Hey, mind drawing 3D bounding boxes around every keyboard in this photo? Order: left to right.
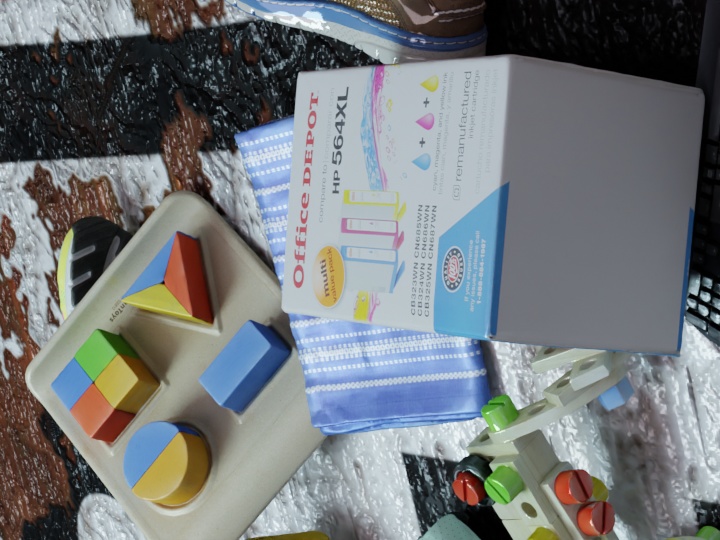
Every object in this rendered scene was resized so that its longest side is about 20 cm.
[{"bbox_3d":[0.198,-0.040,0.818,0.127,0.020,0.202,30,131,41],"label":"keyboard"}]

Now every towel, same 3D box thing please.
[{"bbox_3d":[0.000,0.000,1.072,0.144,0.024,0.202,-9,100,42],"label":"towel"}]

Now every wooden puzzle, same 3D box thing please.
[{"bbox_3d":[-0.120,0.072,1.182,0.186,0.046,0.200,-49,65,8],"label":"wooden puzzle"}]

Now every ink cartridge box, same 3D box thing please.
[{"bbox_3d":[0.053,-0.032,0.884,0.199,0.124,0.130,4,89,55],"label":"ink cartridge box"}]

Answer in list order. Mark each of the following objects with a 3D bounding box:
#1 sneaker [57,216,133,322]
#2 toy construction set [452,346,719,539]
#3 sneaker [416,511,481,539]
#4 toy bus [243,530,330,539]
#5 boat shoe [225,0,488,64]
[{"bbox_3d":[-0.191,0.057,1.324,0.090,0.078,0.202,10,116,52],"label":"sneaker"},{"bbox_3d":[0.126,0.123,0.936,0.131,0.092,0.202,-15,96,54],"label":"toy construction set"},{"bbox_3d":[0.043,0.235,1.116,0.118,0.074,0.201,45,129,18],"label":"sneaker"},{"bbox_3d":[-0.047,0.298,1.158,0.192,0.134,0.202,-129,29,-72],"label":"toy bus"},{"bbox_3d":[-0.008,-0.171,0.982,0.199,0.072,0.073,24,122,32],"label":"boat shoe"}]
